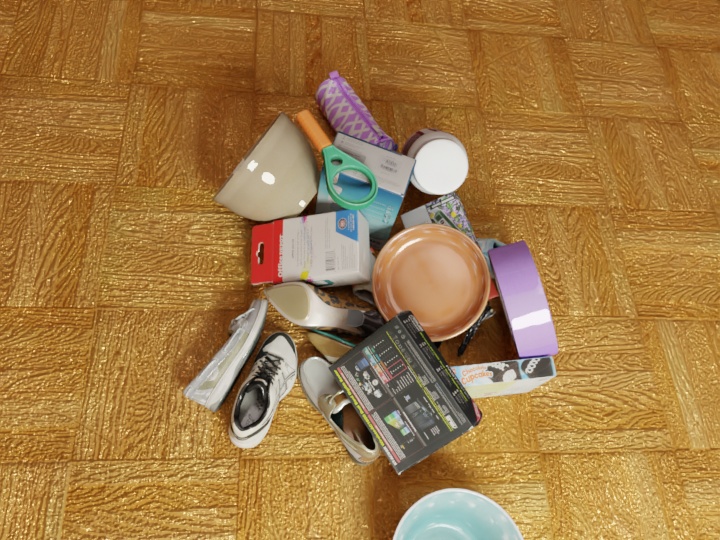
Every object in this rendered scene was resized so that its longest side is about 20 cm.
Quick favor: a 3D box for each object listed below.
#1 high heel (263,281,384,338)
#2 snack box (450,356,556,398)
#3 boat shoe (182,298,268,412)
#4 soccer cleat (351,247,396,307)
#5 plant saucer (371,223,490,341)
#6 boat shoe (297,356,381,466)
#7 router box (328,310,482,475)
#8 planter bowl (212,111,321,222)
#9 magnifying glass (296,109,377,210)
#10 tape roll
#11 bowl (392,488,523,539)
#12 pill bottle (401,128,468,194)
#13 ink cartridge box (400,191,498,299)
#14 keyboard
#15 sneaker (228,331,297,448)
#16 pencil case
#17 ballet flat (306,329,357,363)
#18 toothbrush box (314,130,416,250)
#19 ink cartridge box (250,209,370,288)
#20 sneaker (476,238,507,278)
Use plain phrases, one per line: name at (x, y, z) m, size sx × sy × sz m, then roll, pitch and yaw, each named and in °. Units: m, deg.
high heel at (-0.060, 0.072, 1.068) m, size 0.200 × 0.143 × 0.072 m, roll 15°, pitch 84°, yaw 22°
snack box at (0.207, 0.183, 1.029) m, size 0.200 × 0.116 × 0.037 m, roll -4°, pitch 67°, yaw -12°
boat shoe at (-0.212, 0.128, 1.013) m, size 0.065 × 0.074 × 0.202 m, roll 27°, pitch 69°, yaw 0°
soccer cleat at (0.000, 0.000, 1.118) m, size 0.078 × 0.069 × 0.200 m, roll -40°, pitch 79°, yaw -22°
plant saucer at (0.120, 0.021, 1.060) m, size 0.200 × 0.037 × 0.201 m, roll -1°, pitch 84°, yaw 9°
boat shoe at (-0.030, 0.216, 0.999) m, size 0.075 × 0.068 × 0.200 m, roll -32°, pitch 72°, yaw -23°
router box at (0.066, 0.184, 0.945) m, size 0.200 × 0.150 × 0.062 m, roll 56°, pitch 24°, yaw 10°
planter bowl at (-0.152, -0.166, 1.120) m, size 0.135 × 0.200 × 0.200 m, roll 38°, pitch 61°, yaw -17°
magnifying glass at (-0.043, -0.181, 1.002) m, size 0.080 × 0.022 × 0.200 m, roll -28°, pitch 70°, yaw -20°
tape roll at (0.275, 0.053, 1.056) m, size 0.066 × 0.200 × 0.200 m, roll -15°, pitch 64°, yaw 10°
bowl at (0.132, 0.428, 0.898) m, size 0.200 × 0.105 × 0.201 m, roll 4°, pitch 62°, yaw -7°
pill bottle at (0.138, -0.204, 1.159) m, size 0.114 × 0.200 × 0.114 m, roll 0°, pitch 106°, yaw 0°
ink cartridge box at (0.161, -0.029, 1.120) m, size 0.109 × 0.050 × 0.200 m, roll -24°, pitch 80°, yaw 16°
keyboard at (0.151, 0.085, 1.078) m, size 0.127 × 0.021 × 0.200 m, roll 32°, pitch 91°, yaw 10°
sneaker at (-0.149, 0.181, 0.987) m, size 0.076 × 0.088 × 0.200 m, roll 17°, pitch 60°, yaw 1°
pencil case at (-0.013, -0.304, 1.260) m, size 0.084 × 0.086 × 0.200 m, roll -30°, pitch 71°, yaw -21°
ballet flat at (-0.001, 0.152, 1.042) m, size 0.200 × 0.069 × 0.063 m, roll 16°, pitch 83°, yaw 1°
toothbrush box at (0.002, -0.135, 1.111) m, size 0.146 × 0.200 × 0.085 m, roll 20°, pitch 62°, yaw 2°
ink cartridge box at (-0.087, -0.031, 1.082) m, size 0.200 × 0.067 × 0.116 m, roll -7°, pitch 72°, yaw 18°
sneaker at (0.216, -0.039, 1.164) m, size 0.200 × 0.082 × 0.074 m, roll 11°, pitch 61°, yaw -3°
